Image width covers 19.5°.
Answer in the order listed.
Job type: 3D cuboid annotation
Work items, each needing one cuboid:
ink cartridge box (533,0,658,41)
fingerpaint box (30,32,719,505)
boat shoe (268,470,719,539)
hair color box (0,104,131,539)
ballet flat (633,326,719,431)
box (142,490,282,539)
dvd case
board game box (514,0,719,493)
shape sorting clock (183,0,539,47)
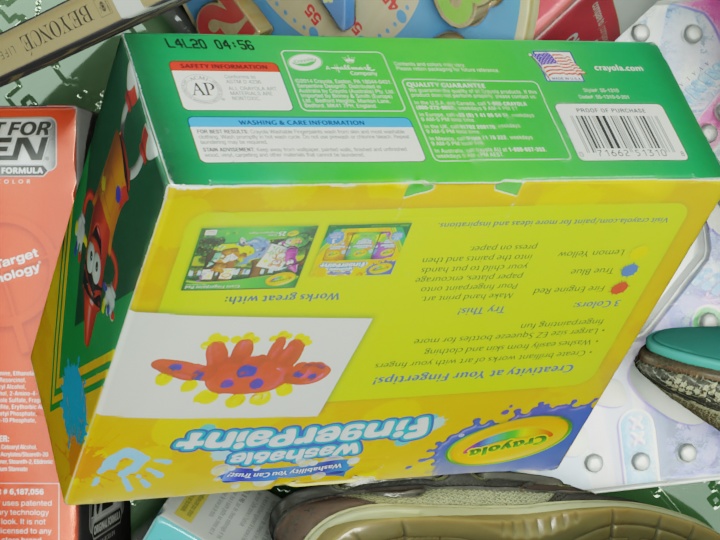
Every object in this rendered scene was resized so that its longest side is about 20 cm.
[{"bbox_3d":[0.090,-0.185,0.814,0.200,0.083,0.146,-42,73,1],"label":"ink cartridge box"},{"bbox_3d":[0.000,0.000,0.734,0.199,0.167,0.073,-2,50,-23],"label":"fingerpaint box"},{"bbox_3d":[0.057,0.107,0.824,0.200,0.066,0.072,5,115,-30],"label":"boat shoe"},{"bbox_3d":[-0.129,0.038,0.829,0.061,0.102,0.201,-1,91,5],"label":"hair color box"},{"bbox_3d":[0.209,0.052,0.821,0.199,0.068,0.076,-7,106,-3],"label":"ballet flat"},{"bbox_3d":[0.003,0.153,0.835,0.200,0.082,0.049,31,105,1],"label":"box"},{"bbox_3d":[-0.083,-0.089,0.716,0.200,0.149,0.016,-18,100,43],"label":"dvd case"},{"bbox_3d":[0.106,-0.009,0.862,0.199,0.026,0.201,-6,90,1],"label":"board game box"},{"bbox_3d":[-0.015,-0.132,0.770,0.039,0.200,0.200,-31,90,-34],"label":"shape sorting clock"}]
